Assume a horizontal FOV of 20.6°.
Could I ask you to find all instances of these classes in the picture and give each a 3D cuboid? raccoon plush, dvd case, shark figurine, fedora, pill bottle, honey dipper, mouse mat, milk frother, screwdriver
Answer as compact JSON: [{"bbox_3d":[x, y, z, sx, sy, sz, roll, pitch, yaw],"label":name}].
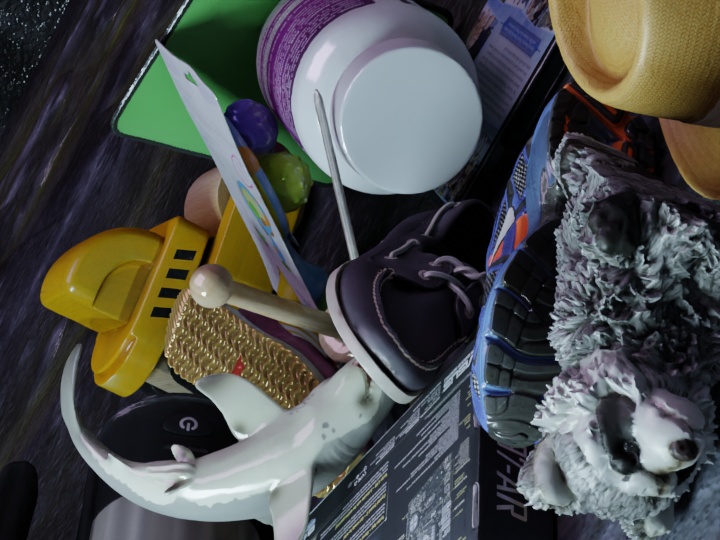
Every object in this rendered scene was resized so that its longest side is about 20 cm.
[{"bbox_3d":[0.112,0.029,0.842,0.200,0.096,0.135,-88,18,-78],"label":"raccoon plush"},{"bbox_3d":[0.092,-0.131,1.179,0.201,0.017,0.143,-60,20,10],"label":"dvd case"},{"bbox_3d":[-0.074,0.110,1.063,0.213,0.090,0.129,-5,61,20],"label":"shark figurine"},{"bbox_3d":[0.135,-0.131,0.868,0.200,0.081,0.203,180,90,-73],"label":"fedora"},{"bbox_3d":[0.007,-0.108,1.172,0.113,0.112,0.200,-61,18,8],"label":"pill bottle"},{"bbox_3d":[-0.035,0.024,1.073,0.038,0.200,0.038,-6,77,28],"label":"honey dipper"},{"bbox_3d":[-0.049,-0.130,1.297,0.161,0.199,0.008,-53,46,27],"label":"mouse mat"},{"bbox_3d":[-0.134,0.213,1.196,0.189,0.179,0.201,-88,-11,-52],"label":"milk frother"},{"bbox_3d":[0.000,0.000,1.075,0.029,0.028,0.202,-1,101,63],"label":"screwdriver"}]

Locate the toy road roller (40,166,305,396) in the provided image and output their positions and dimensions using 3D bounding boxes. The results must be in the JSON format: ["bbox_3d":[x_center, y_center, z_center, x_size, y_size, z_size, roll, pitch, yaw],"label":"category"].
[{"bbox_3d":[-0.141,-0.005,1.437,0.123,0.145,0.201,-16,50,65],"label":"toy road roller"}]

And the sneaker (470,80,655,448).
[{"bbox_3d":[0.092,0.005,0.942,0.079,0.075,0.201,-55,11,50],"label":"sneaker"}]

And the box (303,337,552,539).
[{"bbox_3d":[0.019,0.151,0.964,0.200,0.043,0.161,-50,23,36],"label":"box"}]

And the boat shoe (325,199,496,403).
[{"bbox_3d":[0.034,0.006,1.021,0.063,0.073,0.200,-37,6,18],"label":"boat shoe"}]

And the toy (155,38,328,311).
[{"bbox_3d":[-0.056,-0.052,1.239,0.047,0.201,0.115,-28,31,-12],"label":"toy"}]

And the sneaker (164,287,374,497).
[{"bbox_3d":[-0.033,0.067,1.181,0.200,0.090,0.075,41,118,44],"label":"sneaker"}]
